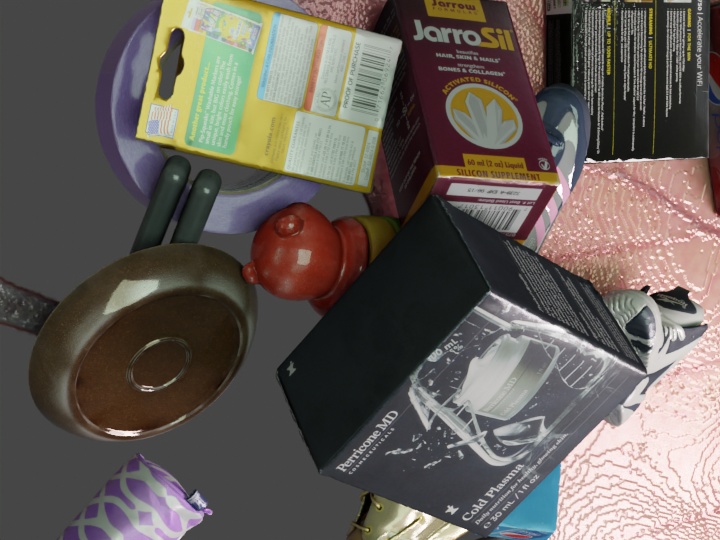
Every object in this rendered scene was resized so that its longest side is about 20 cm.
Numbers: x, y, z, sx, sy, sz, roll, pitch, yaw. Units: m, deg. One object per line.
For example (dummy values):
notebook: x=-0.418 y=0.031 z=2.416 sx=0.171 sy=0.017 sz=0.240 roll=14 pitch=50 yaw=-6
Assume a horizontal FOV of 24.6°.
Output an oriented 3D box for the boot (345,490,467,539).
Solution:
boot: x=0.011 y=0.184 z=1.427 sx=0.199 sy=0.073 sz=0.157 roll=-28 pitch=108 yaw=-21

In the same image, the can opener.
can opener: x=-0.163 y=0.002 z=1.311 sx=0.052 sy=0.067 sz=0.201 roll=23 pitch=121 yaw=-6

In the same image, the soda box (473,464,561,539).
soda box: x=0.141 y=0.129 z=1.437 sx=0.067 sy=0.064 sz=0.202 roll=6 pitch=72 yaw=0

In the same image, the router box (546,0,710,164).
router box: x=0.241 y=-0.198 z=1.486 sx=0.148 sy=0.051 sz=0.202 roll=-3 pitch=97 yaw=-22

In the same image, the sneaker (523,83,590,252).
sneaker: x=0.140 y=-0.066 z=1.424 sx=0.070 sy=0.082 sz=0.202 roll=23 pitch=99 yaw=19

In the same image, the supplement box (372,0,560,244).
supplement box: x=0.079 y=-0.127 z=1.358 sx=0.109 sy=0.086 sz=0.202 roll=3 pitch=54 yaw=-20

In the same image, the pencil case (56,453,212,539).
pencil case: x=-0.212 y=0.243 z=1.350 sx=0.200 sy=0.084 sz=0.086 roll=-47 pitch=132 yaw=-9

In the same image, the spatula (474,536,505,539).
spatula: x=0.071 y=0.259 z=1.439 sx=0.021 sy=0.057 sz=0.199 roll=52 pitch=34 yaw=16

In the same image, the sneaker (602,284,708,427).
sneaker: x=0.255 y=0.045 z=1.467 sx=0.130 sy=0.079 sz=0.200 roll=-48 pitch=153 yaw=-23

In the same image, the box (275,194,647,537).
box: x=0.078 y=0.079 z=1.287 sx=0.196 sy=0.124 sz=0.200 roll=26 pitch=114 yaw=-37

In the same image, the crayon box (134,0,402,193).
crayon box: x=-0.077 y=-0.144 z=1.302 sx=0.198 sy=0.052 sz=0.127 roll=12 pitch=92 yaw=-22

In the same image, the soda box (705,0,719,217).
soda box: x=0.359 y=-0.150 z=1.528 sx=0.063 sy=0.070 sz=0.202 roll=-15 pitch=101 yaw=-20

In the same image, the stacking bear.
stacking bear: x=0.000 y=0.000 z=1.347 sx=0.199 sy=0.115 sz=0.122 roll=16 pitch=134 yaw=-33

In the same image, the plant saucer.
plant saucer: x=-0.165 y=0.067 z=1.314 sx=0.199 sy=0.032 sz=0.201 roll=-21 pitch=137 yaw=-21

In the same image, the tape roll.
tape roll: x=-0.113 y=-0.133 z=1.351 sx=0.198 sy=0.066 sz=0.202 roll=-2 pitch=97 yaw=-20
